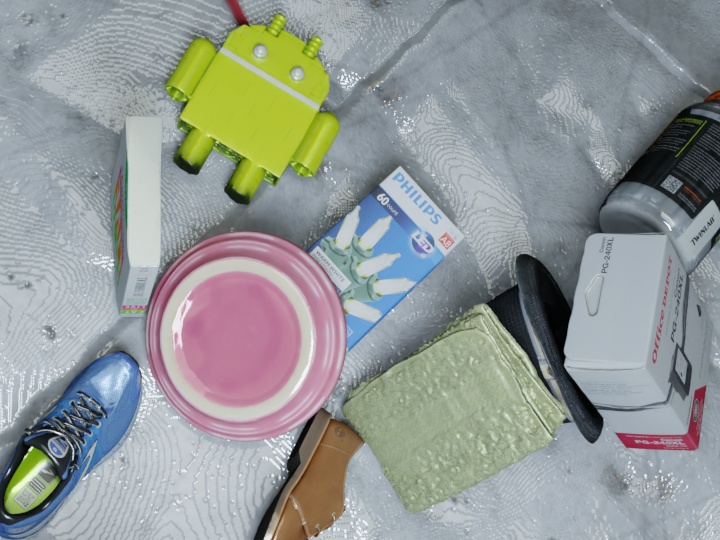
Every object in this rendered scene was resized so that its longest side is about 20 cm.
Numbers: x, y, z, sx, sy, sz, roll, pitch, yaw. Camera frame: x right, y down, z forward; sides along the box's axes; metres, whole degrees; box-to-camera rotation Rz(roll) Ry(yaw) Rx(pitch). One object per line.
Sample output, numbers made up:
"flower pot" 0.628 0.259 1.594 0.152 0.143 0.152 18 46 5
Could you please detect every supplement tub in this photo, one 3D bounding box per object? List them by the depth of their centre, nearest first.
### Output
"supplement tub" 0.360 -0.095 1.331 0.122 0.123 0.200 44 71 1

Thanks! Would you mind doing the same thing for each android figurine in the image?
"android figurine" -0.108 -0.174 1.283 0.181 0.041 0.202 31 72 -4

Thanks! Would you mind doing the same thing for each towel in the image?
"towel" 0.088 0.138 1.190 0.199 0.036 0.149 -36 85 26

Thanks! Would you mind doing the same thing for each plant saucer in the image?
"plant saucer" -0.112 0.064 1.173 0.197 0.051 0.204 0 92 7

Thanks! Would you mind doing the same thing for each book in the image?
"book" -0.204 -0.043 1.139 0.047 0.200 0.136 1 75 -14

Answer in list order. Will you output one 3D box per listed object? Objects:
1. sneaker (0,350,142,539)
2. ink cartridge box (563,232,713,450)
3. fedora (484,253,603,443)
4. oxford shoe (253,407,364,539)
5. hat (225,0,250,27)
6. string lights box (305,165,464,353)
"sneaker" -0.267 0.160 1.130 0.078 0.089 0.201 35 70 -4
"ink cartridge box" 0.281 0.073 1.220 0.082 0.200 0.147 0 61 31
"fedora" 0.171 0.088 1.242 0.091 0.200 0.203 -21 79 19
"oxford shoe" -0.054 0.233 1.173 0.071 0.071 0.202 30 69 -6
"hat" -0.209 -0.377 1.323 0.163 0.178 0.201 -7 40 -13
"string lights box" 0.000 0.000 1.252 0.103 0.059 0.200 46 71 3
